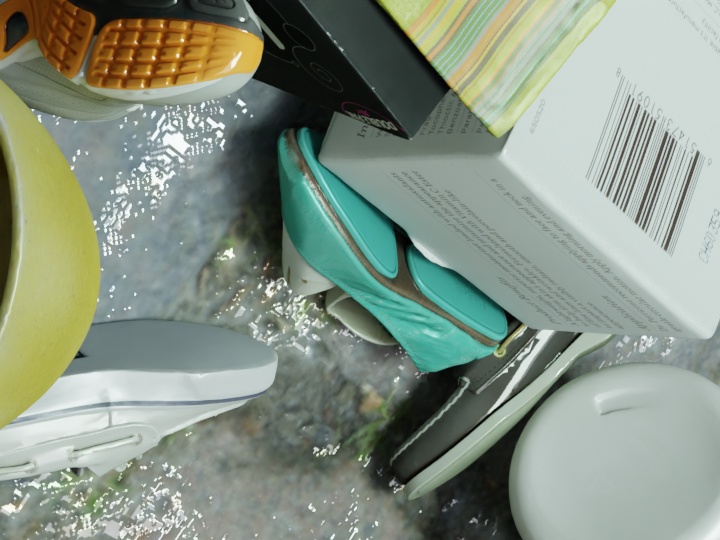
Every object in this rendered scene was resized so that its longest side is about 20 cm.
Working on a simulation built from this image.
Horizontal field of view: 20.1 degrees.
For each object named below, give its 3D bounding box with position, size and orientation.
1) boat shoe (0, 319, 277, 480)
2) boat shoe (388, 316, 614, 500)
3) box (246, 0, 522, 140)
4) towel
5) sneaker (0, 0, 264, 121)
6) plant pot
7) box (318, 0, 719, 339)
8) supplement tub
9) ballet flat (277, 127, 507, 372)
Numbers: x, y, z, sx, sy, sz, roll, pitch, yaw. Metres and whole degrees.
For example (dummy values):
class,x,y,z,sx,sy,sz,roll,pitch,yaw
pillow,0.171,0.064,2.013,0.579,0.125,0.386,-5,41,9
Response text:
class,x,y,z,sx,sy,sz,roll,pitch,yaw
boat shoe,-0.135,0.072,1.014,0.200,0.072,0.066,-9,116,-33
boat shoe,0.088,0.050,1.181,0.201,0.061,0.072,-41,171,-7
box,-0.036,-0.170,0.911,0.124,0.200,0.149,-51,128,-11
towel,0.031,-0.145,0.828,0.086,0.018,0.200,-53,129,-11
sneaker,-0.108,-0.101,0.895,0.092,0.200,0.076,32,75,-49
plant pot,-0.192,-0.003,0.885,0.142,0.200,0.200,15,99,-65
box,0.112,-0.094,1.065,0.199,0.131,0.200,37,66,-40
supplement tub,0.177,0.161,1.212,0.145,0.145,0.200,-46,145,-14
ballet flat,0.000,0.000,1.090,0.070,0.067,0.200,-30,134,22
